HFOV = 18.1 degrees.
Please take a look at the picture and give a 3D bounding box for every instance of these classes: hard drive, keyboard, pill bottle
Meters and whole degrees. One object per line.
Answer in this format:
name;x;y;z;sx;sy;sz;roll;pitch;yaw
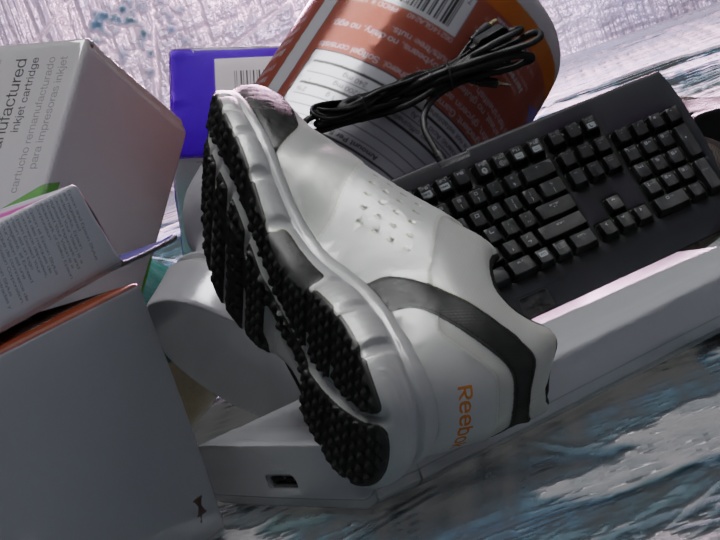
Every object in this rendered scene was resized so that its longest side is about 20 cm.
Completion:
hard drive;0.050;0.039;0.860;0.199;0.027;0.132;-24;8;-29
keyboard;0.039;-0.035;0.883;0.199;0.127;0.021;-23;-25;-20
pill bottle;-0.005;-0.039;0.956;0.112;0.112;0.201;-9;44;56

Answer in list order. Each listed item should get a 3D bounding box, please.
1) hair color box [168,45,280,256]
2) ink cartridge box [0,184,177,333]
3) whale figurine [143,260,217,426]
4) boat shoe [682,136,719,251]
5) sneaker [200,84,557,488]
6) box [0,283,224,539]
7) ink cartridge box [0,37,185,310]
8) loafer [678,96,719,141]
hair color box;-0.037;-0.041;1.137;0.109;0.065;0.200;-2;-25;-3
ink cartridge box;-0.195;0.021;0.808;0.195;0.044;0.200;-17;9;26
whale figurine;-0.116;0.028;1.092;0.158;0.104;0.200;-15;7;34
boat shoe;0.103;-0.031;1.072;0.199;0.075;0.073;-12;10;42
sneaker;0.000;0.000;0.793;0.080;0.074;0.200;-11;41;-21
box;-0.171;0.087;0.801;0.199;0.098;0.124;-15;8;29
ink cartridge box;-0.193;-0.015;0.997;0.199;0.146;0.084;-1;-25;31
loafer;0.166;-0.053;1.126;0.072;0.073;0.199;-14;11;-37
